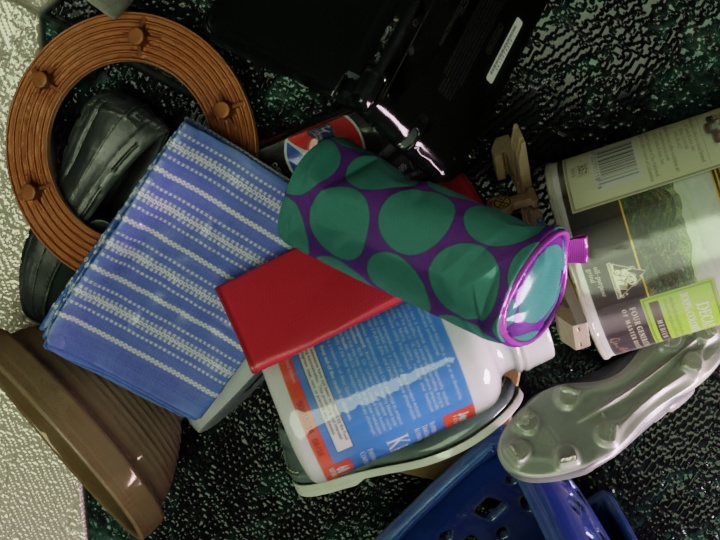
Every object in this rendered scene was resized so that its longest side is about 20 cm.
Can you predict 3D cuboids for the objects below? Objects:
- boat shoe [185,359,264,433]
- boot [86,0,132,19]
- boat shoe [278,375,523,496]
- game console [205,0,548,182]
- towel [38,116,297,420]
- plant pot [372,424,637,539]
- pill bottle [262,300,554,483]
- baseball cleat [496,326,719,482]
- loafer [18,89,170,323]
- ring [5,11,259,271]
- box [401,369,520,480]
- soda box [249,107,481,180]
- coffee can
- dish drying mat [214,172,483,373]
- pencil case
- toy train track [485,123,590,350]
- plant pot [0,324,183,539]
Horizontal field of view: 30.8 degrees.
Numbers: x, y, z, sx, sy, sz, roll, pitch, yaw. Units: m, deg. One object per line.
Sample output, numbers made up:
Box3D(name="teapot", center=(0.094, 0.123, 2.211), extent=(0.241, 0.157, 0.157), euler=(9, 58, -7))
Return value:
Box3D(name="boat shoe", center=(-0.087, 0.046, 1.025), extent=(0.065, 0.073, 0.200), euler=(49, 114, 9))
Box3D(name="boot", center=(-0.177, -0.305, 0.901), extent=(0.182, 0.073, 0.200), euler=(43, 106, -9))
Box3D(name="boat shoe", center=(0.027, 0.115, 1.015), extent=(0.198, 0.073, 0.062), euler=(-22, 105, 15))
Box3D(name="game console", center=(0.024, -0.192, 0.889), extent=(0.175, 0.116, 0.202), euler=(36, 79, -45))
Box3D(name="towel", center=(-0.122, 0.006, 0.942), extent=(0.144, 0.024, 0.201), euler=(31, 106, -22))
Box3D(name="plant pot", center=(0.130, 0.272, 1.006), extent=(0.179, 0.201, 0.200), euler=(27, 117, -40))
Box3D(name="pill bottle", center=(0.035, 0.066, 0.950), extent=(0.198, 0.112, 0.113), euler=(-24, 107, 0))
Box3D(name="baseball cleat", center=(0.188, 0.108, 0.977), extent=(0.198, 0.107, 0.070), euler=(-27, 65, -11))
Box3D(name="loafer", center=(-0.207, -0.040, 1.013), extent=(0.070, 0.068, 0.202), euler=(31, 109, 15))
Box3D(name="ring", center=(-0.171, -0.087, 0.957), extent=(0.198, 0.019, 0.203), euler=(2, 97, 13))
Box3D(name="box", center=(0.048, 0.071, 1.047), extent=(0.161, 0.021, 0.202), euler=(11, 112, 5))
Box3D(name="soda box", center=(-0.014, -0.084, 0.970), extent=(0.198, 0.071, 0.064), euler=(-20, 102, 15))
Box3D(name="coffee can", center=(0.244, -0.036, 0.912), extent=(0.198, 0.147, 0.148), euler=(-18, 108, 15))
Box3D(name="dish drying mat", center=(0.000, 0.000, 0.924), extent=(0.198, 0.077, 0.018), euler=(-26, 151, -4))
Box3D(name="pencil case", center=(0.041, -0.023, 0.853), extent=(0.199, 0.092, 0.086), euler=(26, 137, 33))
Box3D(name="toy train track", center=(0.115, -0.022, 0.909), extent=(0.032, 0.201, 0.115), euler=(-16, 133, 1))
Box3D(name="plant pot", center=(-0.206, 0.108, 1.036), extent=(0.093, 0.200, 0.201), euler=(-42, 102, -18))
